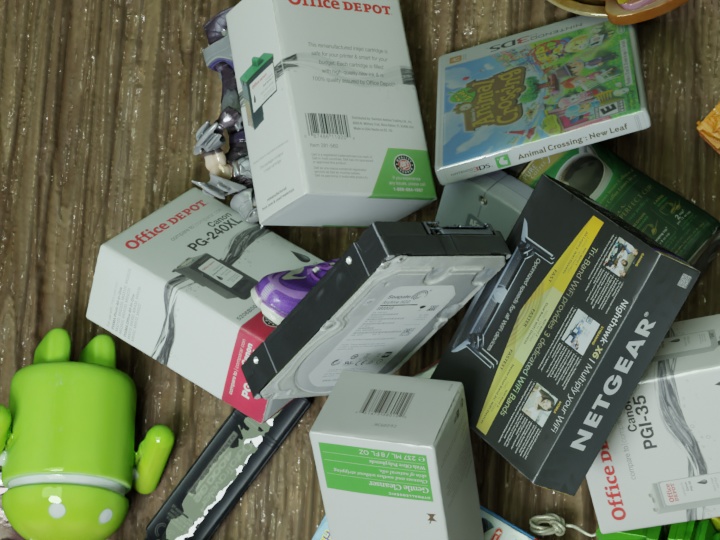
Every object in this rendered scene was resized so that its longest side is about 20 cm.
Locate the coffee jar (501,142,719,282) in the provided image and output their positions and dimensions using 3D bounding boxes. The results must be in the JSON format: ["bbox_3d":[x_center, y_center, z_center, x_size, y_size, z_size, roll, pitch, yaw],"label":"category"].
[{"bbox_3d":[0.204,-0.053,1.585,0.200,0.085,0.104,41,84,19],"label":"coffee jar"}]

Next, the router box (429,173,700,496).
[{"bbox_3d":[0.153,0.048,1.443,0.157,0.052,0.201,41,106,50],"label":"router box"}]

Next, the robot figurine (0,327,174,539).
[{"bbox_3d":[-0.260,0.157,1.658,0.174,0.116,0.202,10,69,-22],"label":"robot figurine"}]

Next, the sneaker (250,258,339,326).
[{"bbox_3d":[0.000,0.000,1.563,0.081,0.198,0.084,50,141,42],"label":"sneaker"}]

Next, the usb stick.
[{"bbox_3d":[-0.118,0.175,1.665,0.055,0.033,0.201,37,91,12],"label":"usb stick"}]

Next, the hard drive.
[{"bbox_3d":[0.012,0.034,1.476,0.200,0.139,0.038,-47,58,36],"label":"hard drive"}]

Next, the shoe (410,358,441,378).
[{"bbox_3d":[0.067,0.118,1.582,0.199,0.091,0.072,-34,70,0],"label":"shoe"}]

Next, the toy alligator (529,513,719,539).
[{"bbox_3d":[0.239,0.233,1.541,0.198,0.059,0.055,0,122,21],"label":"toy alligator"}]

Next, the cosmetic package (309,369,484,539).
[{"bbox_3d":[0.034,0.185,1.470,0.106,0.085,0.202,4,125,21],"label":"cosmetic package"}]

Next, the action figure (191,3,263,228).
[{"bbox_3d":[-0.104,-0.131,1.678,0.069,0.130,0.202,-19,67,26],"label":"action figure"}]

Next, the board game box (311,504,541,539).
[{"bbox_3d":[0.045,0.280,1.583,0.195,0.056,0.201,29,88,20],"label":"board game box"}]

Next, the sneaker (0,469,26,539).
[{"bbox_3d":[-0.375,0.265,1.701,0.198,0.076,0.117,-23,77,10],"label":"sneaker"}]

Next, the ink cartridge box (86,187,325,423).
[{"bbox_3d":[-0.118,0.026,1.627,0.199,0.145,0.084,30,126,19],"label":"ink cartridge box"}]

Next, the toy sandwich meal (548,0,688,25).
[{"bbox_3d":[0.221,-0.307,1.622,0.203,0.070,0.207,-5,67,13],"label":"toy sandwich meal"}]

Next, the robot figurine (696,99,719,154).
[{"bbox_3d":[0.388,-0.156,1.567,0.200,0.058,0.145,-44,71,5],"label":"robot figurine"}]

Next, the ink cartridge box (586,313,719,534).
[{"bbox_3d":[0.273,0.121,1.498,0.198,0.083,0.148,-11,117,13],"label":"ink cartridge box"}]

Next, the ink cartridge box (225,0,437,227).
[{"bbox_3d":[-0.027,-0.146,1.635,0.084,0.145,0.202,-28,67,50],"label":"ink cartridge box"}]

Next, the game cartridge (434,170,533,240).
[{"bbox_3d":[0.147,-0.001,1.573,0.200,0.134,0.040,40,59,19],"label":"game cartridge"}]

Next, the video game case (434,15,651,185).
[{"bbox_3d":[0.152,-0.154,1.586,0.180,0.022,0.201,-15,32,13],"label":"video game case"}]
